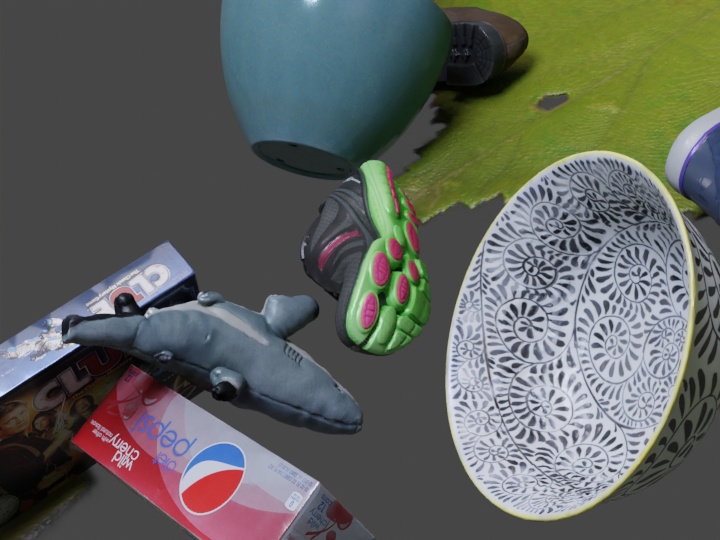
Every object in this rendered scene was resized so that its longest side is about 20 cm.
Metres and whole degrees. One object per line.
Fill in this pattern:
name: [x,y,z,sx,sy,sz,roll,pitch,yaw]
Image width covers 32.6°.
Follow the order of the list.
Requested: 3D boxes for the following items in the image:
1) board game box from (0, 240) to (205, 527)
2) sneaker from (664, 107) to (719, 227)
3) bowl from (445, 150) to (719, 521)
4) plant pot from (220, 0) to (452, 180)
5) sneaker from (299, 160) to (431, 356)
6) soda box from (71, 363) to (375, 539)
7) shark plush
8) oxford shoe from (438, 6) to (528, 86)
board game box: [-0.188,0.081,0.799,0.199,0.136,0.035,-34,61,-19]
sneaker: [0.318,-0.076,0.816,0.199,0.081,0.146,-29,43,-19]
bowl: [0.142,0.044,0.686,0.200,0.093,0.203,-33,49,49]
plant pot: [-0.032,-0.155,1.029,0.198,0.200,0.137,5,76,32]
sneaker: [0.000,0.000,0.887,0.083,0.077,0.201,-29,27,18]
soda box: [-0.087,0.128,0.729,0.199,0.070,0.064,22,69,46]
shark plush: [-0.084,0.049,0.754,0.091,0.199,0.084,-46,42,12]
oxford shoe: [0.073,-0.213,1.149,0.199,0.074,0.084,21,35,41]
